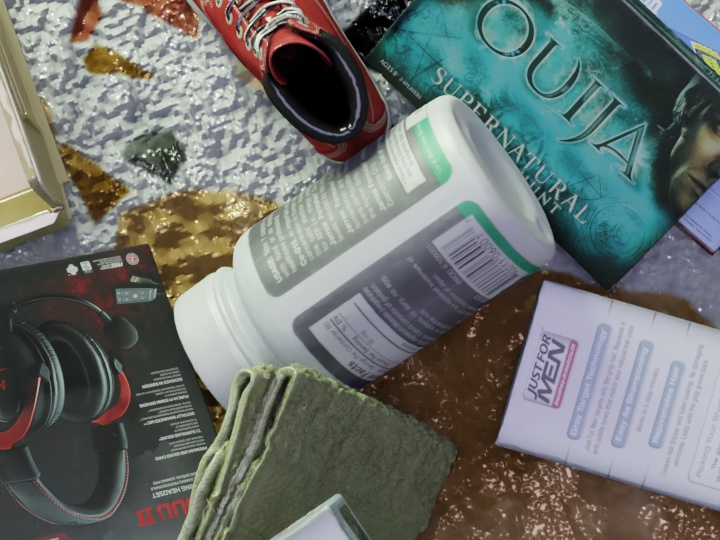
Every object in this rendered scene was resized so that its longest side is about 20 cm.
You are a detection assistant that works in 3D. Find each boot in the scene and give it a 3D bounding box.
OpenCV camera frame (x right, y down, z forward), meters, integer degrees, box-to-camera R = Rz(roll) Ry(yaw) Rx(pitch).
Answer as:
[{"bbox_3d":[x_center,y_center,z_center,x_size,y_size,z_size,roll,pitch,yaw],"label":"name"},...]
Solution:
[{"bbox_3d":[-0.056,-0.152,1.183,0.072,0.144,0.200,-38,84,4],"label":"boot"}]

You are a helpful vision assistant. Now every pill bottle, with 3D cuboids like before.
[{"bbox_3d":[0.000,0.000,1.177,0.200,0.113,0.113,-34,85,14],"label":"pill bottle"}]

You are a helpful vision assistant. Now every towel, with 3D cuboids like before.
[{"bbox_3d":[-0.026,0.133,1.154,0.036,0.200,0.149,23,89,38],"label":"towel"}]

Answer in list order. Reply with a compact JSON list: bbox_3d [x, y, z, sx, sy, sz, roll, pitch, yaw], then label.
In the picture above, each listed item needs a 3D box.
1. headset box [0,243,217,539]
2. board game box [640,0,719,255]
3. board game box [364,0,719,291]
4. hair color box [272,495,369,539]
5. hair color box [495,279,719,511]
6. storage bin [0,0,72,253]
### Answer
[{"bbox_3d":[-0.162,0.098,1.161,0.148,0.075,0.200,-10,69,-30],"label":"headset box"},{"bbox_3d":[0.165,-0.113,1.225,0.200,0.019,0.103,41,93,5],"label":"board game box"},{"bbox_3d":[0.117,-0.104,1.199,0.200,0.028,0.135,43,114,4],"label":"board game box"},{"bbox_3d":[-0.067,0.206,1.002,0.200,0.061,0.099,-35,86,5],"label":"hair color box"},{"bbox_3d":[0.186,0.081,1.195,0.200,0.061,0.099,16,89,5],"label":"hair color box"},{"bbox_3d":[-0.296,-0.089,1.225,0.200,0.094,0.199,-21,86,3],"label":"storage bin"}]
